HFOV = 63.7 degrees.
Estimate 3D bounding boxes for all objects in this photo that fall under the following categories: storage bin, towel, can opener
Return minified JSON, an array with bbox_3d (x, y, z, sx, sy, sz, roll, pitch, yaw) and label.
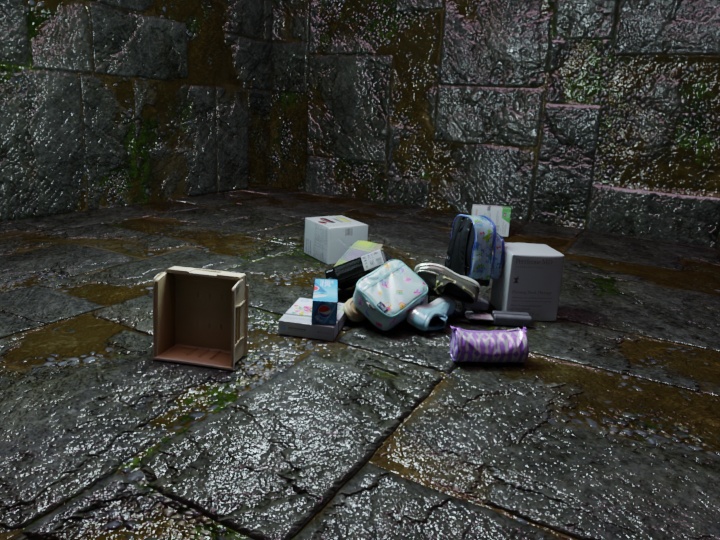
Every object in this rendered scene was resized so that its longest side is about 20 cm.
[{"bbox_3d":[-0.363,0.105,1.330,0.195,0.204,0.094,6,11,10],"label":"storage bin"},{"bbox_3d":[-0.019,-0.025,2.019,0.142,0.023,0.201,12,54,40],"label":"towel"},{"bbox_3d":[0.400,0.121,1.684,0.194,0.069,0.053,3,15,2],"label":"can opener"}]

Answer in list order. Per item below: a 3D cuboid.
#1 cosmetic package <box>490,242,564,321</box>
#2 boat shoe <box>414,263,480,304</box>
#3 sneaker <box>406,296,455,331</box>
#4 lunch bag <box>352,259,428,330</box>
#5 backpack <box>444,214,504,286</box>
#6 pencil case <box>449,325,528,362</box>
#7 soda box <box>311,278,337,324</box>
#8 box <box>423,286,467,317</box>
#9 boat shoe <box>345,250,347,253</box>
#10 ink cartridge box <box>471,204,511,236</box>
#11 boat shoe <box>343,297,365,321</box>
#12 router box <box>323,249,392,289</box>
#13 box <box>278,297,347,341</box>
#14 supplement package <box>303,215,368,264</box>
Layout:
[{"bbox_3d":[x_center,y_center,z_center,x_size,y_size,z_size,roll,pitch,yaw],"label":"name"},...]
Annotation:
[{"bbox_3d":[0.506,0.031,1.779,0.163,0.205,0.167,1,15,-4],"label":"cosmetic package"},{"bbox_3d":[0.245,0.039,1.661,0.197,0.073,0.061,20,43,6],"label":"boat shoe"},{"bbox_3d":[0.217,0.134,1.624,0.197,0.075,0.082,-15,41,-43],"label":"sneaker"},{"bbox_3d":[0.079,0.063,1.610,0.198,0.078,0.160,-30,66,-37],"label":"lunch bag"},{"bbox_3d":[0.351,-0.067,1.776,0.143,0.205,0.183,0,14,-19],"label":"backpack"},{"bbox_3d":[0.315,0.180,1.413,0.195,0.088,0.084,0,13,-9],"label":"pencil case"},{"bbox_3d":[-0.096,0.082,1.576,0.066,0.066,0.200,4,14,-3],"label":"soda box"},{"bbox_3d":[0.219,0.074,1.782,0.194,0.088,0.164,2,15,-6],"label":"box"},{"bbox_3d":[-0.008,-0.045,2.197,0.069,0.074,0.200,3,12,18],"label":"boat shoe"},{"bbox_3d":[0.669,-0.260,2.991,0.195,0.150,0.084,6,15,9],"label":"ink cartridge box"},{"bbox_3d":[0.022,0.091,1.665,0.072,0.064,0.199,55,31,10],"label":"boat shoe"},{"bbox_3d":[0.000,0.000,1.840,0.196,0.052,0.149,-20,-13,13],"label":"router box"},{"bbox_3d":[-0.123,0.131,1.590,0.152,0.042,0.200,7,14,10],"label":"box"},{"bbox_3d":[-0.101,-0.128,2.339,0.188,0.151,0.199,-7,19,-34],"label":"supplement package"}]
